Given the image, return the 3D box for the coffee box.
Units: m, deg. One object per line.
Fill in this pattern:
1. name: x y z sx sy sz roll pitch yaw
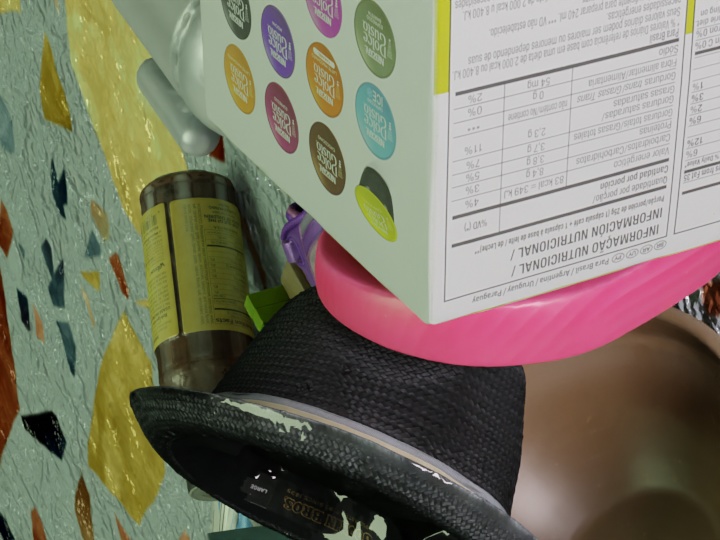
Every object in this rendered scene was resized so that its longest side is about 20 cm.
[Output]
1. coffee box: 0.064 -0.127 1.024 0.200 0.200 0.198 44 142 49

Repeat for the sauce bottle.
1. sauce bottle: -0.097 0.040 1.573 0.065 0.065 0.200 130 138 -61

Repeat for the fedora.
1. fedora: 0.004 0.062 1.078 0.092 0.200 0.201 -65 18 -17

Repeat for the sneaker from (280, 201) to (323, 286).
1. sneaker: 0.000 0.000 1.350 0.088 0.080 0.200 20 123 21

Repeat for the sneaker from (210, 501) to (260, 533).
1. sneaker: -0.066 0.120 1.626 0.072 0.072 0.200 -9 88 26

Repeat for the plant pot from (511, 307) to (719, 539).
1. plant pot: 0.109 0.120 1.154 0.093 0.201 0.201 42 -178 -43

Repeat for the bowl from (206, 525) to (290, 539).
1. bowl: 0.001 0.218 1.434 0.201 0.105 0.201 157 90 -87

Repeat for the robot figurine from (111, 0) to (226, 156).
1. robot figurine: -0.065 -0.146 1.392 0.200 0.113 0.170 54 125 39

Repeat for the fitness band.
1. fitness band: 0.072 -0.021 1.073 0.143 0.200 0.037 23 127 36

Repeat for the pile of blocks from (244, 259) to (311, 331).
1. pile of blocks: -0.030 0.024 1.479 0.200 0.062 0.082 -32 75 64
